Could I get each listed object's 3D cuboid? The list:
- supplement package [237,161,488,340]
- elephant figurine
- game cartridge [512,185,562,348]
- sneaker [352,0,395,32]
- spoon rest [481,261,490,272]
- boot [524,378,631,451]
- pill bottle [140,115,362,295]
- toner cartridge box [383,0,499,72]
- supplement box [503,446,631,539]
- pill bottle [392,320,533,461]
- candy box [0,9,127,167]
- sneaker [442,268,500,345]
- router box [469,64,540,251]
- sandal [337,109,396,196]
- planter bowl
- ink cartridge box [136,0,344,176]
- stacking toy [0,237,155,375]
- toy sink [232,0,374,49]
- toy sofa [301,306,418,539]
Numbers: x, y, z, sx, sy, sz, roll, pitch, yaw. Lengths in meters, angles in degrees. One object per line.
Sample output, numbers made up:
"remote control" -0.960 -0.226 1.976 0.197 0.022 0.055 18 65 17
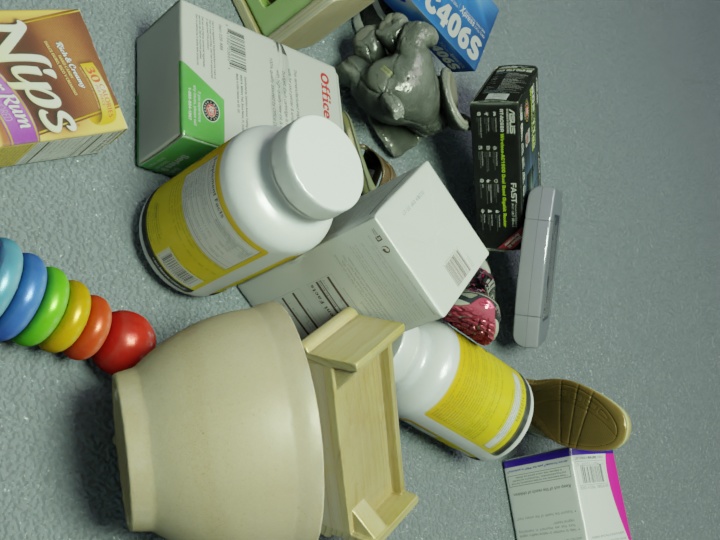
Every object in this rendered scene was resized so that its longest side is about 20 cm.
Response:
"supplement package" 0.000 0.000 0.842 0.110 0.200 0.114 55 44 -12
"elephant figurine" 0.075 -0.209 1.082 0.200 0.141 0.156 42 74 -47
"game cartridge" 0.227 -0.006 1.121 0.133 0.041 0.201 -3 99 -68
"sneaker" 0.044 -0.395 1.132 0.073 0.112 0.201 13 63 -43
"spoon rest" 0.106 -0.024 1.084 0.200 0.060 0.100 59 41 -29
"boot" 0.257 0.172 1.044 0.154 0.199 0.072 18 82 -42
"pill bottle" -0.095 -0.056 0.758 0.112 0.200 0.113 21 58 -39
"toner cartridge box" 0.089 -0.336 1.066 0.200 0.043 0.095 33 73 -44
"supplement box" 0.253 0.316 1.040 0.101 0.103 0.201 10 64 -44
"pill bottle" 0.086 0.120 0.945 0.200 0.112 0.112 34 51 -32
"candy box" -0.300 -0.145 0.705 0.200 0.056 0.117 -22 88 -50
"sneaker" 0.115 0.026 0.960 0.080 0.200 0.075 35 92 -5
"router box" 0.190 -0.145 1.128 0.150 0.062 0.201 -57 145 -55
"sandal" 0.013 -0.090 0.986 0.057 0.080 0.202 -38 112 -24
"planter bowl" -0.121 0.131 0.685 0.134 0.200 0.201 -6 76 -20
"ink cartridge box" -0.116 -0.156 0.879 0.199 0.084 0.147 14 63 -42
"stacking toy" -0.242 0.031 0.672 0.200 0.085 0.086 33 51 -38
"toy sink" -0.086 -0.361 0.969 0.112 0.130 0.201 -29 95 -48
"toy sofa" -0.013 0.140 0.794 0.083 0.097 0.201 -33 125 -49
